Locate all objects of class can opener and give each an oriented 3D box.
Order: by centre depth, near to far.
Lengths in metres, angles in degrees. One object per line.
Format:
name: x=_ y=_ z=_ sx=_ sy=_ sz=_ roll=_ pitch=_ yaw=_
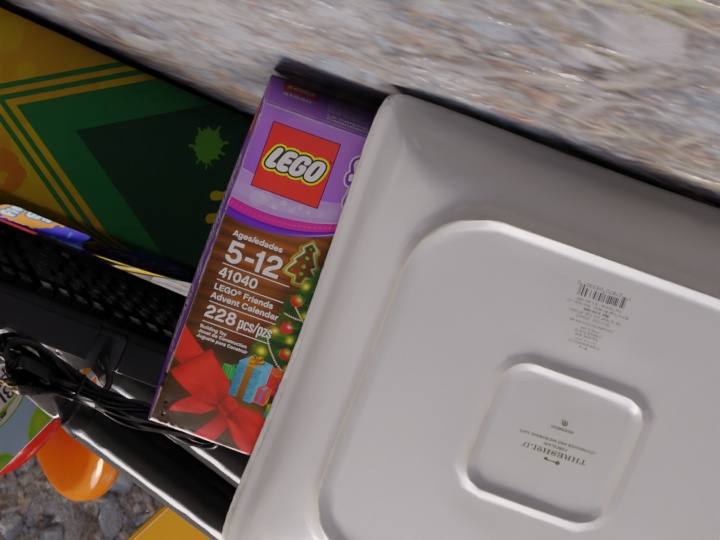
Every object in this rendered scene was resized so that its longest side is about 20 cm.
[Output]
can opener: x=-0.105 y=0.051 z=1.202 sx=0.200 sy=0.053 sz=0.067 roll=38 pitch=-165 yaw=-11

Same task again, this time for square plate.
square plate: x=0.070 y=0.057 z=0.988 sx=0.200 sy=0.199 sz=0.028 roll=19 pitch=-156 yaw=-4

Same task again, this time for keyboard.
keyboard: x=-0.103 y=0.024 z=1.083 sx=0.200 sy=0.021 sz=0.127 roll=22 pitch=-155 yaw=-30

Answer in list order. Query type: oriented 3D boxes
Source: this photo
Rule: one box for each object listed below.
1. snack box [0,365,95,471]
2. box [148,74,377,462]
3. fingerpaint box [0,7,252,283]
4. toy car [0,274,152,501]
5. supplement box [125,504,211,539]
snack box: x=-0.225 y=0.009 z=1.274 sx=0.053 sy=0.142 sz=0.200 roll=9 pitch=138 yaw=55
box: x=0.035 y=0.025 z=1.017 sx=0.200 sy=0.137 sz=0.039 roll=19 pitch=-160 yaw=-4
fingerpaint box: x=-0.154 y=-0.056 z=1.164 sx=0.167 sy=0.074 sz=0.200 roll=23 pitch=172 yaw=-35
toy car: x=-0.173 y=0.032 z=1.431 sx=0.175 sy=0.150 sz=0.200 roll=10 pitch=132 yaw=59
supplement box: x=0.019 y=0.169 z=1.351 sx=0.200 sy=0.133 sz=0.197 roll=-14 pitch=-114 yaw=-55
